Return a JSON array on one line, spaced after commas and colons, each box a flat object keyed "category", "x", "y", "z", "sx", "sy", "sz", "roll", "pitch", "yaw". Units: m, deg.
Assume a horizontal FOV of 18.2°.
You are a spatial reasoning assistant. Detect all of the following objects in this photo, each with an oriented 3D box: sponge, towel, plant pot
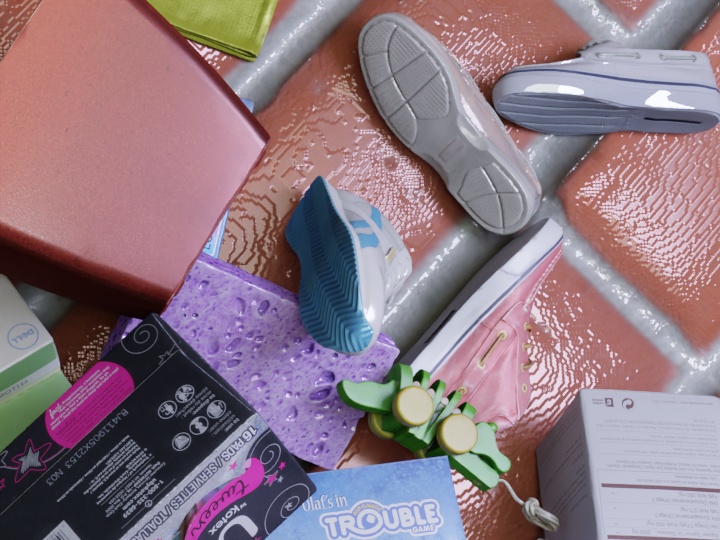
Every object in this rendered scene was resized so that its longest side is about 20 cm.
[{"category": "sponge", "x": -0.083, "y": 0.063, "z": 1.671, "sx": 0.200, "sy": 0.030, "sz": 0.112, "roll": 24, "pitch": 105, "yaw": -21}, {"category": "towel", "x": -0.159, "y": -0.235, "z": 1.739, "sx": 0.200, "sy": 0.018, "sz": 0.086, "roll": 21, "pitch": 78, "yaw": -12}, {"category": "plant pot", "x": -0.173, "y": -0.072, "z": 1.536, "sx": 0.176, "sy": 0.200, "sz": 0.200, "roll": 32, "pitch": 79, "yaw": -3}]

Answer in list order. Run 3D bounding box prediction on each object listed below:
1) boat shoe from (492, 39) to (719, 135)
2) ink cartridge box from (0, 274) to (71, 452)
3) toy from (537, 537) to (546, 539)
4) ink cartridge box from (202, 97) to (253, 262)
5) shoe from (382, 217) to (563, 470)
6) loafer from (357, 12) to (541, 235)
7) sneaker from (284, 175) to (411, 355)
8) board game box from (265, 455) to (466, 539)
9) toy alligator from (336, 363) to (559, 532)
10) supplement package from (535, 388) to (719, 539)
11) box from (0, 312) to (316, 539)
[{"category": "boat shoe", "x": 0.194, "y": -0.150, "z": 1.803, "sx": 0.200, "sy": 0.074, "sz": 0.067, "roll": 5, "pitch": 66, "yaw": -24}, {"category": "ink cartridge box", "x": -0.276, "y": 0.095, "z": 1.598, "sx": 0.145, "sy": 0.048, "sz": 0.200, "roll": -31, "pitch": 58, "yaw": -18}, {"category": "toy", "x": 0.219, "y": 0.289, "z": 1.748, "sx": 0.200, "sy": 0.047, "sz": 0.115, "roll": 18, "pitch": 79, "yaw": -11}, {"category": "ink cartridge box", "x": -0.194, "y": -0.084, "z": 1.679, "sx": 0.200, "sy": 0.076, "sz": 0.137, "roll": 14, "pitch": 79, "yaw": -11}, {"category": "shoe", "x": 0.107, "y": 0.058, "z": 1.744, "sx": 0.091, "sy": 0.071, "sz": 0.200, "roll": 44, "pitch": 79, "yaw": -7}, {"category": "loafer", "x": 0.071, "y": -0.119, "z": 1.768, "sx": 0.200, "sy": 0.072, "sz": 0.063, "roll": 54, "pitch": 30, "yaw": -3}, {"category": "sneaker", "x": 0.000, "y": 0.000, "z": 1.664, "sx": 0.081, "sy": 0.200, "sz": 0.077, "roll": 26, "pitch": 115, "yaw": -20}, {"category": "board game box", "x": -0.014, "y": 0.242, "z": 1.603, "sx": 0.200, "sy": 0.043, "sz": 0.199, "roll": -6, "pitch": 69, "yaw": -19}, {"category": "toy alligator", "x": 0.074, "y": 0.122, "z": 1.680, "sx": 0.200, "sy": 0.059, "sz": 0.054, "roll": 33, "pitch": 65, "yaw": -10}, {"category": "supplement package", "x": 0.211, "y": 0.205, "z": 1.692, "sx": 0.117, "sy": 0.117, "sz": 0.200, "roll": 4, "pitch": 61, "yaw": -14}, {"category": "box", "x": -0.153, "y": 0.155, "z": 1.504, "sx": 0.200, "sy": 0.115, "sz": 0.132, "roll": -44, "pitch": 52, "yaw": -7}]
